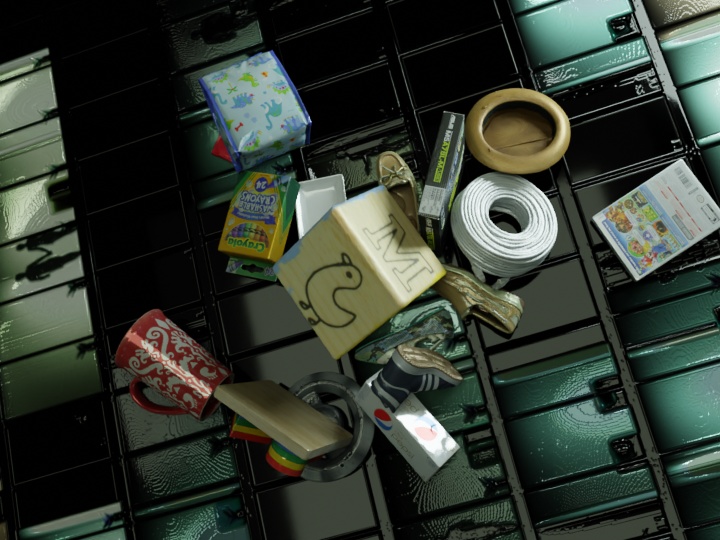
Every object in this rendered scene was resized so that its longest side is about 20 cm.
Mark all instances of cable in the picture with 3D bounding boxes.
[{"bbox_3d":[0.261,-0.087,1.349,0.198,0.070,0.202,-26,70,-23],"label":"cable"}]

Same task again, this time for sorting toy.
[{"bbox_3d":[-0.140,0.275,1.278,0.198,0.198,0.071,30,95,21],"label":"sorting toy"}]

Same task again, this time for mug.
[{"bbox_3d":[-0.354,0.198,1.425,0.198,0.179,0.134,33,49,11],"label":"mug"}]

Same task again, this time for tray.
[{"bbox_3d":[-0.072,-0.085,1.466,0.105,0.022,0.204,-9,77,7],"label":"tray"}]

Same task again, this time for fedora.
[{"bbox_3d":[0.294,-0.250,1.397,0.196,0.082,0.205,-2,68,4],"label":"fedora"}]

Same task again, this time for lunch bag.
[{"bbox_3d":[-0.211,-0.325,1.469,0.168,0.128,0.203,-24,81,-13],"label":"lunch bag"}]

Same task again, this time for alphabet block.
[{"bbox_3d":[0.000,0.000,1.300,0.195,0.196,0.201,-41,84,36],"label":"alphabet block"}]

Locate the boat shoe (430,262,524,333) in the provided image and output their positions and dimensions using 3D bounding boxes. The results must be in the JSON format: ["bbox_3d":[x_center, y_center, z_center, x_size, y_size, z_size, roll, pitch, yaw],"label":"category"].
[{"bbox_3d":[0.198,0.053,1.348,0.197,0.072,0.077,22,64,14],"label":"boat shoe"}]

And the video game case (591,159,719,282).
[{"bbox_3d":[0.550,-0.093,1.360,0.198,0.018,0.145,-33,75,2],"label":"video game case"}]

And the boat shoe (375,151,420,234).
[{"bbox_3d":[0.081,-0.146,1.430,0.072,0.063,0.203,-23,76,4],"label":"boat shoe"}]

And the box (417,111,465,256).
[{"bbox_3d":[0.151,-0.153,1.344,0.047,0.194,0.204,12,73,14],"label":"box"}]

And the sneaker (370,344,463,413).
[{"bbox_3d":[0.096,0.199,1.309,0.109,0.198,0.070,-52,51,14],"label":"sneaker"}]

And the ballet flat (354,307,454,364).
[{"bbox_3d":[0.085,0.139,1.364,0.197,0.074,0.075,-27,75,8],"label":"ballet flat"}]

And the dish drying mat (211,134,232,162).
[{"bbox_3d":[-0.241,-0.324,1.547,0.076,0.018,0.203,22,83,13],"label":"dish drying mat"}]

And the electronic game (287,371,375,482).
[{"bbox_3d":[-0.068,0.291,1.377,0.196,0.042,0.204,-4,70,12],"label":"electronic game"}]

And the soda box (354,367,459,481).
[{"bbox_3d":[0.083,0.274,1.330,0.068,0.064,0.200,-29,70,-40],"label":"soda box"}]

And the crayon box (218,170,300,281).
[{"bbox_3d":[-0.205,-0.091,1.464,0.123,0.051,0.204,9,80,24],"label":"crayon box"}]
